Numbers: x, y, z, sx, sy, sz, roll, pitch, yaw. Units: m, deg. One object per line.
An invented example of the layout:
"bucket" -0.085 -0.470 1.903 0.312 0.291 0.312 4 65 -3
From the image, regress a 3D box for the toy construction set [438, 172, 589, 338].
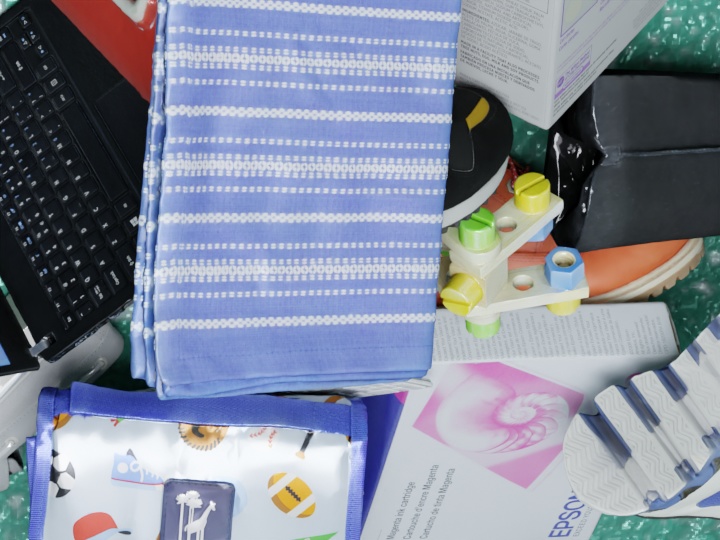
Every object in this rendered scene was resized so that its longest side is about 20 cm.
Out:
"toy construction set" 0.000 0.000 0.930 0.199 0.131 0.092 -18 136 -31

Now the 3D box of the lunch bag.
"lunch bag" -0.085 0.132 1.001 0.169 0.124 0.200 4 140 -5

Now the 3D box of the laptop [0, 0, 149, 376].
"laptop" -0.182 -0.051 0.892 0.200 0.178 0.103 -36 155 7

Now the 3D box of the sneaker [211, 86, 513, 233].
"sneaker" -0.005 -0.059 0.851 0.200 0.070 0.090 -24 131 -33

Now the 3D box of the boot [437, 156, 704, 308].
"boot" 0.089 -0.027 1.037 0.199 0.075 0.108 -9 110 -9

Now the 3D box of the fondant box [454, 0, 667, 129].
"fondant box" 0.108 -0.185 0.888 0.144 0.058 0.200 -46 154 -32

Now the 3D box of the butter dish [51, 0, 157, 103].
"butter dish" -0.051 -0.191 0.879 0.147 0.200 0.200 0 122 -38

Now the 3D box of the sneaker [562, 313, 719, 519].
"sneaker" 0.200 0.068 1.000 0.199 0.081 0.115 -31 157 5

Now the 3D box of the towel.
"towel" -0.021 -0.048 0.792 0.144 0.024 0.201 -1 100 -32

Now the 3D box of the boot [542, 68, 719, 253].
"boot" 0.189 -0.023 1.009 0.199 0.066 0.166 -2 86 -34

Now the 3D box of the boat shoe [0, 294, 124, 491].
"boat shoe" -0.208 0.089 1.037 0.068 0.072 0.200 41 94 -26

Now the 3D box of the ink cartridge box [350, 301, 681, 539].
"ink cartridge box" 0.053 0.090 1.059 0.199 0.043 0.197 -2 144 -12

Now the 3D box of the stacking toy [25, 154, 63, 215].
"stacking toy" -0.069 -0.062 0.987 0.199 0.085 0.086 -24 119 -8

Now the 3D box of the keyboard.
"keyboard" -0.054 0.065 1.002 0.056 0.199 0.011 21 67 -43
